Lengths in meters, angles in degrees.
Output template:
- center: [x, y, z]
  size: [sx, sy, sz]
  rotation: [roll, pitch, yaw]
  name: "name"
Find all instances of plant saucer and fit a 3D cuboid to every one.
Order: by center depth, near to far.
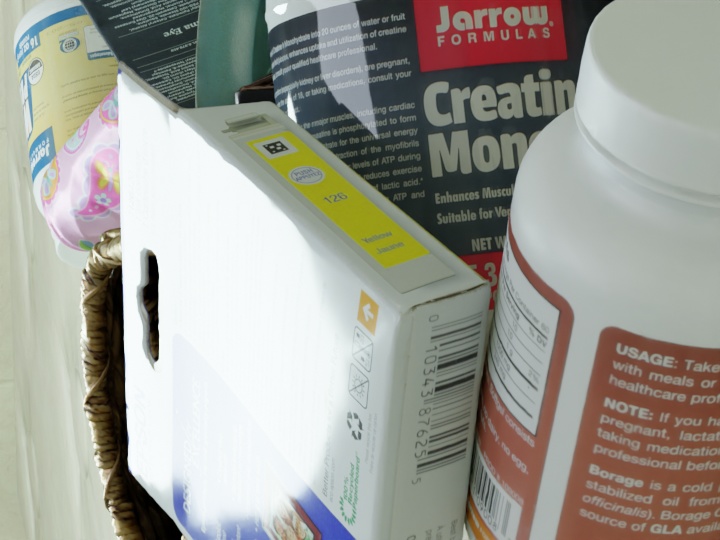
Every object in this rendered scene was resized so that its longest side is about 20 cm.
- center: [-0.056, -0.077, 1.113]
  size: [0.200, 0.027, 0.202]
  rotation: [-2, -90, -82]
  name: "plant saucer"

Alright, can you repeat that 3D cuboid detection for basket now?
- center: [-0.062, 0.074, 0.916]
  size: [0.149, 0.141, 0.202]
  rotation: [-36, -63, -71]
  name: "basket"

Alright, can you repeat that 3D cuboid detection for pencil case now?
- center: [-0.154, -0.094, 1.485]
  size: [0.200, 0.087, 0.088]
  rotation: [-43, 48, 36]
  name: "pencil case"

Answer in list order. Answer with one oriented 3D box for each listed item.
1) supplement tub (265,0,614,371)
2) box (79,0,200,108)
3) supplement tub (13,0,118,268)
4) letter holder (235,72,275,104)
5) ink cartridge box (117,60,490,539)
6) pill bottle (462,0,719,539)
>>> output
- center: [0.036, -0.060, 0.811]
  size: [0.140, 0.139, 0.202]
  rotation: [169, 94, -75]
  name: "supplement tub"
- center: [-0.130, -0.228, 1.308]
  size: [0.182, 0.103, 0.201]
  rotation: [61, -169, -61]
  name: "box"
- center: [-0.200, -0.116, 1.663]
  size: [0.145, 0.143, 0.202]
  rotation: [118, 144, -64]
  name: "supplement tub"
- center: [0.000, 0.000, 1.046]
  size: [0.142, 0.100, 0.202]
  rotation: [-65, -28, -80]
  name: "letter holder"
- center: [-0.029, 0.046, 0.765]
  size: [0.200, 0.047, 0.199]
  rotation: [45, 141, 47]
  name: "ink cartridge box"
- center: [0.099, 0.015, 0.663]
  size: [0.113, 0.111, 0.201]
  rotation: [-113, 23, -48]
  name: "pill bottle"
